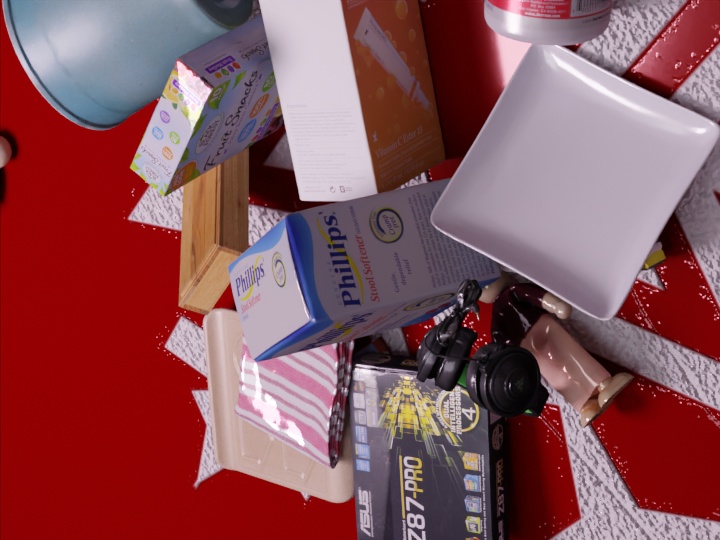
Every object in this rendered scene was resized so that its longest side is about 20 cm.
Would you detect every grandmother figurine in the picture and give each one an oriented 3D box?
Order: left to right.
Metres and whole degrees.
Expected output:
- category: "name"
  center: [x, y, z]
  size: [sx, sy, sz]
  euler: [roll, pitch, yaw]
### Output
- category: "grandmother figurine"
  center: [0.165, 0.058, 1.788]
  size: [0.200, 0.060, 0.122]
  euler: [48, 127, 13]

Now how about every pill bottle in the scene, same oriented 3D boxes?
- category: "pill bottle"
  center: [0.164, -0.302, 1.578]
  size: [0.111, 0.112, 0.202]
  euler: [18, 120, 30]

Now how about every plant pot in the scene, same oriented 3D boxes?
- category: "plant pot"
  center: [-0.215, -0.266, 1.837]
  size: [0.187, 0.200, 0.202]
  euler: [-21, 98, 28]

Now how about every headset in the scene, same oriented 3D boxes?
- category: "headset"
  center: [0.111, 0.076, 1.730]
  size: [0.123, 0.200, 0.095]
  euler: [22, 81, 26]

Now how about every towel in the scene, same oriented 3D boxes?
- category: "towel"
  center: [-0.072, 0.092, 1.928]
  size: [0.146, 0.030, 0.202]
  euler: [25, 119, 37]

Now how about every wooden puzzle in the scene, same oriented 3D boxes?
- category: "wooden puzzle"
  center: [-0.080, 0.139, 2.003]
  size: [0.199, 0.046, 0.187]
  euler: [9, 109, 41]

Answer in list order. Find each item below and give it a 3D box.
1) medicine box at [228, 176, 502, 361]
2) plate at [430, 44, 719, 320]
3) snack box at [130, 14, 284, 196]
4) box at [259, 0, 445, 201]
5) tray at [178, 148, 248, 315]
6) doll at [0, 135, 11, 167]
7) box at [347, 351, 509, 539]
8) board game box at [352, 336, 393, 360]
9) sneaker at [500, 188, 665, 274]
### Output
- category: "medicine box"
  center: [0.000, 0.000, 1.746]
  size: [0.182, 0.198, 0.104]
  euler: [-35, 70, 65]
- category: "plate"
  center: [0.190, -0.080, 1.655]
  size: [0.198, 0.032, 0.201]
  euler: [30, 86, 24]
- category: "snack box"
  center: [-0.124, -0.169, 1.804]
  size: [0.053, 0.200, 0.143]
  euler: [39, 129, 13]
- category: "box"
  center: [-0.005, -0.180, 1.759]
  size: [0.097, 0.124, 0.202]
  euler: [2, 113, 36]
- category: "tray"
  center: [-0.149, -0.065, 1.892]
  size: [0.037, 0.201, 0.099]
  euler: [17, 135, -22]
- category: "doll"
  center: [-0.483, -0.118, 2.206]
  size: [0.199, 0.048, 0.138]
  euler: [-18, 100, 42]
- category: "box"
  center: [0.070, 0.190, 1.903]
  size: [0.160, 0.049, 0.202]
  euler: [7, 108, 29]
- category: "board game box"
  center: [0.040, 0.177, 1.964]
  size: [0.103, 0.019, 0.201]
  euler: [-33, 89, 41]
- category: "sneaker"
  center: [0.190, -0.042, 1.721]
  size: [0.198, 0.074, 0.086]
  euler: [2, 98, 33]
